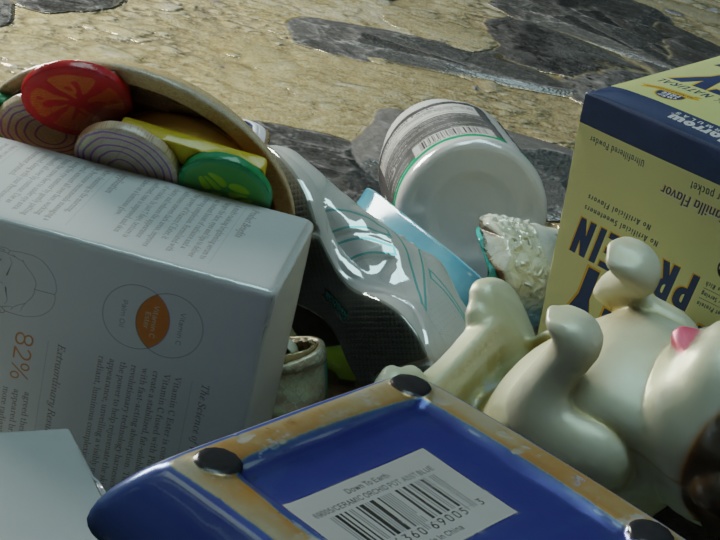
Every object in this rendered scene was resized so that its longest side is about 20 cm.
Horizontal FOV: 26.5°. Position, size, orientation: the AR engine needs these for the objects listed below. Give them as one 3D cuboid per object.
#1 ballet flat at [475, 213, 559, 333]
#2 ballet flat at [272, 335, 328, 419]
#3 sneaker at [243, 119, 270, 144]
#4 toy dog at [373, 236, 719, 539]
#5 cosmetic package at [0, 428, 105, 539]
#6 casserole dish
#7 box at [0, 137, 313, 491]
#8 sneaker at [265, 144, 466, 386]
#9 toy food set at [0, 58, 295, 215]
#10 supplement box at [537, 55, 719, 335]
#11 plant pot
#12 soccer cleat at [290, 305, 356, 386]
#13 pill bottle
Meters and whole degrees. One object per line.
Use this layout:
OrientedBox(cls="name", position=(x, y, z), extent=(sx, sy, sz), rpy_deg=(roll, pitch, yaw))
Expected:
OrientedBox(cls="ballet flat", position=(0.113, -0.001, 1.014), extent=(0.072, 0.072, 0.200), rpy_deg=(17, -9, 9))
OrientedBox(cls="ballet flat", position=(-0.115, 0.041, 0.919), extent=(0.199, 0.063, 0.068), rpy_deg=(12, 26, -1))
OrientedBox(cls="sneaker", position=(-0.133, -0.083, 1.143), extent=(0.108, 0.070, 0.200), rpy_deg=(29, 24, -13))
OrientedBox(cls="toy dog", position=(0.132, 0.084, 0.751), extent=(0.200, 0.195, 0.139), rpy_deg=(-12, 11, 43))
OrientedBox(cls="cosmetic package", position=(-0.208, 0.133, 0.653), extent=(0.199, 0.081, 0.113), rpy_deg=(2, 27, -27))
OrientedBox(cls="casserole dish", position=(0.051, 0.022, 1.011), extent=(0.039, 0.121, 0.200), rpy_deg=(-40, 42, -8))
OrientedBox(cls="box", position=(-0.142, 0.033, 0.814), extent=(0.199, 0.153, 0.106), rpy_deg=(15, 23, 3))
OrientedBox(cls="sneaker", position=(0.000, 0.000, 0.923), extent=(0.080, 0.071, 0.200), rpy_deg=(-13, 55, -44))
OrientedBox(cls="toy food set", position=(-0.135, -0.047, 0.883), extent=(0.199, 0.198, 0.049), rpy_deg=(17, 52, 2))
OrientedBox(cls="supplement box", position=(0.222, -0.007, 0.875), extent=(0.199, 0.201, 0.134), rpy_deg=(-19, 37, -41))
OrientedBox(cls="plant pot", position=(0.006, 0.158, 0.564), extent=(0.200, 0.180, 0.200), rpy_deg=(31, 29, 33))
OrientedBox(cls="soccer cleat", position=(-0.071, 0.010, 0.988), extent=(0.199, 0.081, 0.068), rpy_deg=(15, 24, 5))
OrientedBox(cls="pill bottle", position=(0.072, -0.068, 1.182), extent=(0.113, 0.114, 0.200), rpy_deg=(10, 16, -7))
